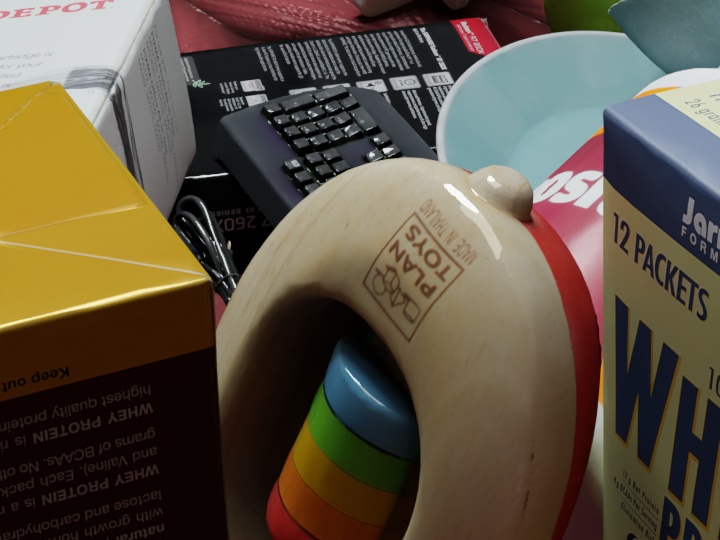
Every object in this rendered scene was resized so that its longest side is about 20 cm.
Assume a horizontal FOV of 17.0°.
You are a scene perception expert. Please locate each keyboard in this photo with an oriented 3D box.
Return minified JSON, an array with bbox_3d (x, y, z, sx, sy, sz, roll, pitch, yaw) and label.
[{"bbox_3d":[0.000,0.000,0.930,0.126,0.021,0.200,-23,50,-22],"label":"keyboard"}]

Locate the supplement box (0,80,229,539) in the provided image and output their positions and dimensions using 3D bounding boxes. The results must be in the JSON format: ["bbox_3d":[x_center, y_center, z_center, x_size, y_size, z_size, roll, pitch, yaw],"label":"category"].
[{"bbox_3d":[-0.147,0.082,0.669,0.196,0.201,0.133,-14,32,-19],"label":"supplement box"}]

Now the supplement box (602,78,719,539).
[{"bbox_3d":[0.187,0.044,0.705,0.199,0.201,0.134,-15,31,-21],"label":"supplement box"}]

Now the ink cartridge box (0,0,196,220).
[{"bbox_3d":[-0.153,-0.023,0.893,0.144,0.084,0.200,-4,31,13],"label":"ink cartridge box"}]

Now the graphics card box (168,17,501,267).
[{"bbox_3d":[-0.026,-0.055,1.049,0.198,0.051,0.126,-7,31,-10],"label":"graphics card box"}]

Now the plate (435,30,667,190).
[{"bbox_3d":[0.123,-0.024,0.963,0.199,0.026,0.201,10,41,-9],"label":"plate"}]

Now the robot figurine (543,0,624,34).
[{"bbox_3d":[0.140,-0.163,1.066,0.174,0.201,0.116,-12,39,-14],"label":"robot figurine"}]

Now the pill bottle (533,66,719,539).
[{"bbox_3d":[0.108,0.004,0.829,0.113,0.113,0.200,23,53,38],"label":"pill bottle"}]

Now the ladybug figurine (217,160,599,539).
[{"bbox_3d":[0.012,0.053,0.712,0.072,0.201,0.136,-6,46,-40],"label":"ladybug figurine"}]

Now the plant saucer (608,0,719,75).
[{"bbox_3d":[0.197,-0.082,0.945,0.199,0.039,0.201,2,-1,0],"label":"plant saucer"}]

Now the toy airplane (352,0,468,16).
[{"bbox_3d":[0.032,-0.219,1.180,0.200,0.199,0.142,-6,62,-60],"label":"toy airplane"}]
